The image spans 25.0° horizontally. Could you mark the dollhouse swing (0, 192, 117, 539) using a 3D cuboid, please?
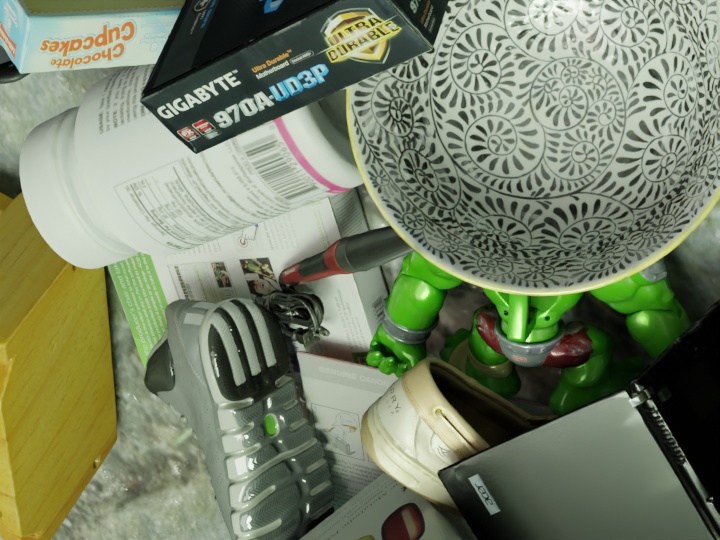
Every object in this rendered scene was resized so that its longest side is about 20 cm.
[{"bbox_3d":[-0.270,0.053,1.117,0.174,0.182,0.201,16,132,14],"label":"dollhouse swing"}]

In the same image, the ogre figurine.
[{"bbox_3d":[0.102,0.021,0.913,0.199,0.098,0.121,22,136,30],"label":"ogre figurine"}]

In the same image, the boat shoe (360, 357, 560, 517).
[{"bbox_3d":[0.099,0.114,0.906,0.199,0.074,0.069,28,121,-14],"label":"boat shoe"}]

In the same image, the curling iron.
[{"bbox_3d":[0.000,0.000,0.933,0.200,0.025,0.050,-31,87,56],"label":"curling iron"}]

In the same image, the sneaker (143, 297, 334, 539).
[{"bbox_3d":[-0.084,0.107,1.050,0.115,0.075,0.202,10,116,50],"label":"sneaker"}]

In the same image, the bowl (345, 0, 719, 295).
[{"bbox_3d":[0.099,-0.085,0.833,0.199,0.094,0.203,-1,86,13],"label":"bowl"}]

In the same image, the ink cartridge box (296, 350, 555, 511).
[{"bbox_3d":[0.062,0.132,1.030,0.198,0.045,0.178,11,124,25],"label":"ink cartridge box"}]

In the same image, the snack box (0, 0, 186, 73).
[{"bbox_3d":[-0.170,-0.183,0.900,0.200,0.115,0.037,53,138,36],"label":"snack box"}]

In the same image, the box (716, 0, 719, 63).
[{"bbox_3d":[0.220,-0.171,0.689,0.106,0.152,0.202,6,119,29],"label":"box"}]

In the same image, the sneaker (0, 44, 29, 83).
[{"bbox_3d":[-0.176,-0.145,0.961,0.198,0.140,0.078,5,119,30],"label":"sneaker"}]

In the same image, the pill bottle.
[{"bbox_3d":[-0.094,-0.075,0.949,0.199,0.113,0.114,-19,106,27],"label":"pill bottle"}]

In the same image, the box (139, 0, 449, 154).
[{"bbox_3d":[-0.014,-0.163,0.813,0.158,0.201,0.046,-18,130,39],"label":"box"}]

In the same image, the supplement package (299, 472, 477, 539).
[{"bbox_3d":[0.029,0.201,0.917,0.113,0.200,0.110,-38,99,1],"label":"supplement package"}]

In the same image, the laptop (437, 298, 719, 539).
[{"bbox_3d":[0.178,0.120,0.883,0.178,0.200,0.103,58,152,-11],"label":"laptop"}]

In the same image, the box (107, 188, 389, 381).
[{"bbox_3d":[-0.078,0.003,1.056,0.199,0.036,0.145,-4,114,32],"label":"box"}]
